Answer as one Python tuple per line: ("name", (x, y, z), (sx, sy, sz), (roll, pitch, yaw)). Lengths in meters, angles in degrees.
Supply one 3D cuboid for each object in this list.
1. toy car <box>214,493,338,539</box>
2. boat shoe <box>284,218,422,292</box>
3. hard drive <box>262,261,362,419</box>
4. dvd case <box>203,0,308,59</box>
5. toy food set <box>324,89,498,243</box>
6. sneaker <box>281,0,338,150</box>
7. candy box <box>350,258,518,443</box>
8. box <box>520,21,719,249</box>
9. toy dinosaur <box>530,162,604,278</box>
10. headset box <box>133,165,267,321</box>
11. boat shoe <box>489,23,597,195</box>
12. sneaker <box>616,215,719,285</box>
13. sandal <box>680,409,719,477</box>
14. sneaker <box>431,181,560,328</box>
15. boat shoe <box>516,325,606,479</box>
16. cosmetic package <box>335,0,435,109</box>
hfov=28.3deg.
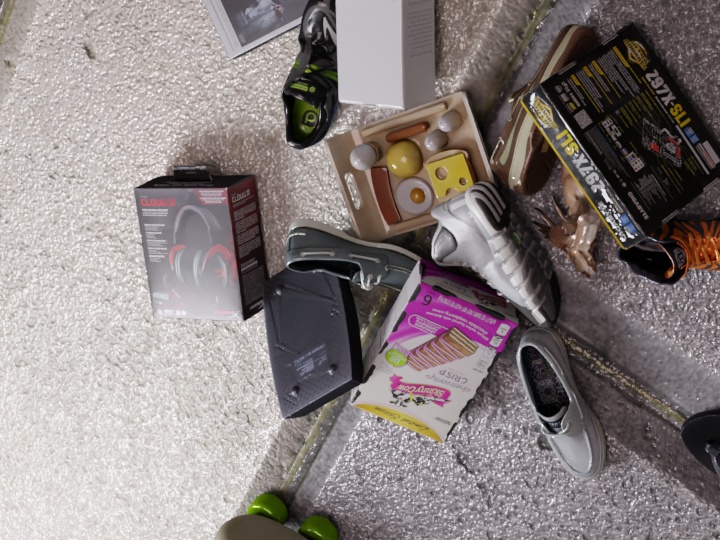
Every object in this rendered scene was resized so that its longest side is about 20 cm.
("toy car", (-0.130, 0.443, 1.960), (0.157, 0.164, 0.201), (20, 127, 19))
("boat shoe", (0.000, 0.000, 1.760), (0.199, 0.062, 0.073), (20, 145, -7))
("hard drive", (-0.059, 0.078, 1.806), (0.135, 0.042, 0.201), (-32, 53, 31))
("dvd case", (-0.111, -0.366, 1.753), (0.199, 0.025, 0.151), (-21, 97, 31))
("toy food set", (0.065, -0.119, 1.725), (0.199, 0.060, 0.144), (-16, 99, 30))
("sneaker", (-0.052, -0.236, 1.727), (0.070, 0.083, 0.201), (15, 116, 5))
("candy box", (0.088, 0.101, 1.757), (0.136, 0.061, 0.201), (23, 119, -10))
("box", (0.290, -0.147, 1.548), (0.200, 0.159, 0.049), (55, 150, 0))
("toy dinosaur", (0.254, -0.096, 1.633), (0.085, 0.135, 0.201), (10, 88, -13))
("headset box", (-0.208, -0.041, 1.878), (0.148, 0.075, 0.201), (2, 107, 26))
("boat shoe", (0.199, -0.191, 1.630), (0.075, 0.074, 0.203), (35, 110, 38))
("sneaker", (0.377, -0.017, 1.572), (0.199, 0.112, 0.078), (-2, 106, 27))
("sandal", (0.458, 0.236, 1.655), (0.200, 0.043, 0.076), (40, 119, 10))
("sneaker", (0.151, -0.009, 1.704), (0.115, 0.075, 0.201), (-19, 112, 36))
("boat shoe", (0.235, 0.167, 1.727), (0.070, 0.071, 0.202), (-18, 98, 30))
("cosmetic package", (0.029, -0.296, 1.671), (0.101, 0.074, 0.201), (13, 114, 36))
